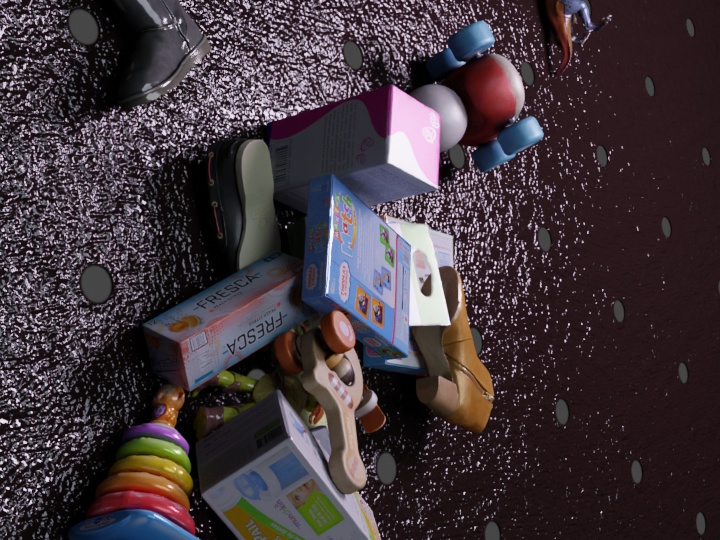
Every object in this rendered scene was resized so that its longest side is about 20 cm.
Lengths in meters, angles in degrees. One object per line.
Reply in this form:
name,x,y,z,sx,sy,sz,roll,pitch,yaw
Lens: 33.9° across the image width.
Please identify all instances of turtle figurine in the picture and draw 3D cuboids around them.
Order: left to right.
turtle figurine,-0.103,0.151,1.303,0.161,0.064,0.200,1,75,-27

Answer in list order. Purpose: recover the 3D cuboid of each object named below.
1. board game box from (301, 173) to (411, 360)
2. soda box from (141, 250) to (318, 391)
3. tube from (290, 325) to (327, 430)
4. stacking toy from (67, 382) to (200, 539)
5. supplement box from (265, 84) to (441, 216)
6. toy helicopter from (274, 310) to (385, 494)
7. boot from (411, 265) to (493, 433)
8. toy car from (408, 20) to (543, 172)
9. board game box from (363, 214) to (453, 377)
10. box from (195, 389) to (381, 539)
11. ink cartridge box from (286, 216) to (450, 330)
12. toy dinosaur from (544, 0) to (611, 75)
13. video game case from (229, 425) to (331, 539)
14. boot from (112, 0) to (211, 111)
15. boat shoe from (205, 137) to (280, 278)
board game box,0.000,0.000,1.373,0.200,0.037,0.151,40,46,-52
soda box,-0.138,0.052,1.290,0.200,0.068,0.064,-30,127,-37
tube,-0.068,0.137,1.402,0.052,0.058,0.200,-10,88,-40
stacking toy,-0.210,0.197,1.200,0.110,0.116,0.200,44,40,-38
supplement box,-0.012,-0.138,1.417,0.103,0.200,0.101,22,65,-45
toy helicopter,-0.019,0.151,1.276,0.132,0.079,0.200,40,32,-46
boot,0.131,0.108,1.578,0.144,0.071,0.201,32,59,-50
toy car,0.115,-0.216,1.657,0.200,0.177,0.184,-26,88,-20
board game box,0.066,0.038,1.593,0.153,0.040,0.200,15,70,-47
box,-0.072,0.247,1.244,0.200,0.112,0.101,55,4,-25
ink cartridge box,0.011,0.009,1.485,0.200,0.048,0.146,2,69,-39
toy dinosaur,0.339,-0.470,2.002,0.181,0.105,0.200,41,63,-11
video game case,-0.078,0.293,1.344,0.143,0.019,0.200,-15,93,-29
boot,-0.254,-0.292,1.271,0.200,0.073,0.182,64,28,-27
boat shoe,-0.137,-0.052,1.360,0.074,0.063,0.202,-22,112,-54
